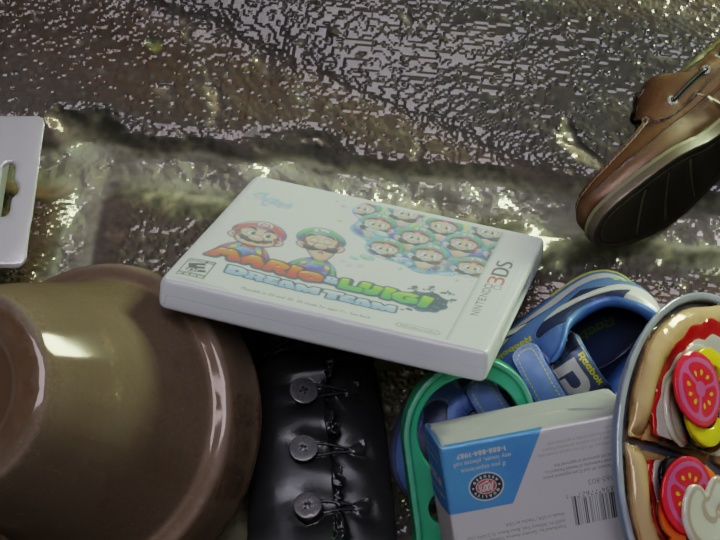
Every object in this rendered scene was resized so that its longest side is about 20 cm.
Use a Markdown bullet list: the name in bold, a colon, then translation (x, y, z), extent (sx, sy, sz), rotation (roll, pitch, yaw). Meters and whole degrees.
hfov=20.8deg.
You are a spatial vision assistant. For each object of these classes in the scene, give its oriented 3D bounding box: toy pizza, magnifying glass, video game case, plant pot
- **toy pizza**: translation (0.210, 0.112, 1.122), extent (0.032, 0.200, 0.202), rotation (-9, 59, 41)
- **magnifying glass**: translation (0.046, 0.146, 1.158), extent (0.079, 0.022, 0.202), rotation (17, 98, -10)
- **video game case**: translation (0.000, 0.000, 1.202), extent (0.198, 0.024, 0.182), rotation (12, 25, 11)
- **plant pot**: translation (-0.181, 0.083, 1.146), extent (0.198, 0.174, 0.202), rotation (-5, 77, 23)

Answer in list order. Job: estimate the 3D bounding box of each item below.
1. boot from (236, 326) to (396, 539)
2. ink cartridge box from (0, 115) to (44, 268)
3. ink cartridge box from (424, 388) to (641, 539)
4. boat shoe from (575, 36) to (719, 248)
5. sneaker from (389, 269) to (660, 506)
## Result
- **boot**: translation (-0.063, 0.100, 1.223), extent (0.163, 0.066, 0.202), rotation (-7, 69, 5)
- **ink cartridge box**: translation (-0.304, -0.039, 1.305), extent (0.198, 0.067, 0.117), rotation (1, 65, 7)
- **ink cartridge box**: translation (0.110, 0.181, 1.127), extent (0.114, 0.068, 0.202), rotation (-10, 98, -5)
- **boat shoe**: translation (0.206, -0.089, 1.279), extent (0.199, 0.072, 0.068), rotation (-35, 62, -20)
- **sneaker**: translation (0.103, 0.070, 1.194), extent (0.200, 0.082, 0.074), rotation (-39, 105, -10)
